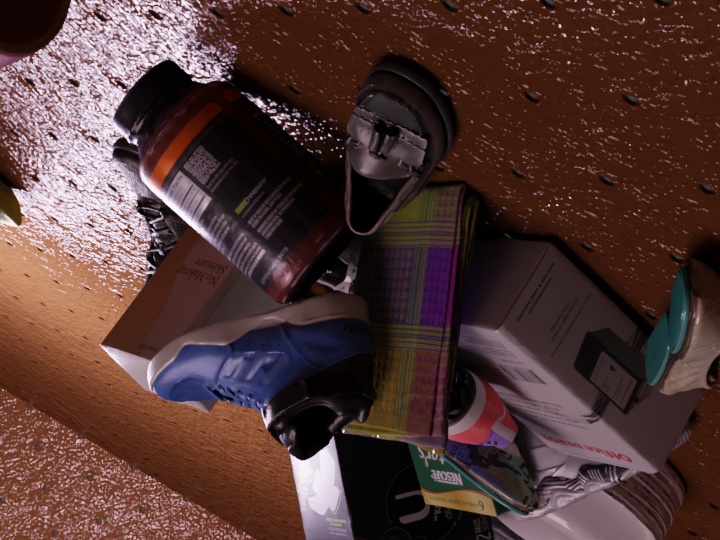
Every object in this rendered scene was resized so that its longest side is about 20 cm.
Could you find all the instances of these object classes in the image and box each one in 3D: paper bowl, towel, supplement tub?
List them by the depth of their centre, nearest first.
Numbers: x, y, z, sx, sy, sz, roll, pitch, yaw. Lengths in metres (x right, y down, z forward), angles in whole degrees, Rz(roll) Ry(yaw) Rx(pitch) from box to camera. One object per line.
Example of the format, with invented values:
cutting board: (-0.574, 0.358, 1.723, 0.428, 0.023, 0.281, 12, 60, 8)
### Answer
towel: (0.035, 0.036, 1.379, 0.023, 0.201, 0.143, 9, 175, -31)
supplement tub: (-0.098, -0.075, 1.405, 0.200, 0.107, 0.107, 42, 164, 6)
paper bowl: (0.197, 0.206, 1.704, 0.200, 0.105, 0.201, 30, 162, 11)

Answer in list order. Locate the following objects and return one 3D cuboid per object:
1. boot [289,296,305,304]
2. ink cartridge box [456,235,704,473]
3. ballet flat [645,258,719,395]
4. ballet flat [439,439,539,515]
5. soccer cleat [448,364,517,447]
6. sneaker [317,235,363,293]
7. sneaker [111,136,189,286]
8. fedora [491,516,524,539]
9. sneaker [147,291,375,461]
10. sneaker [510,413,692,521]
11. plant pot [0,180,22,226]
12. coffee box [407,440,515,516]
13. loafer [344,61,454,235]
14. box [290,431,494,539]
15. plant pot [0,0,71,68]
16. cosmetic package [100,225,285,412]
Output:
boot: (-0.065, 0.085, 1.884, 0.200, 0.073, 0.182, 33, 151, -27)
ink cartridge box: (0.149, 0.064, 1.413, 0.200, 0.084, 0.146, 41, 163, -28)
ballet flat: (0.241, 0.039, 1.253, 0.062, 0.068, 0.200, 2, 164, 2)
ballet flat: (0.079, 0.124, 1.479, 0.200, 0.074, 0.074, 32, 166, 34)
soccer cleat: (0.046, 0.093, 1.450, 0.073, 0.068, 0.200, 36, 173, -37)
sneaker: (0.000, 0.000, 1.480, 0.200, 0.073, 0.072, 38, 139, 6)
sneaker: (-0.174, -0.034, 1.673, 0.076, 0.114, 0.200, 13, 153, 43)
fedora: (0.177, 0.254, 1.890, 0.200, 0.092, 0.201, 30, 164, 10)
sneaker: (-0.078, 0.098, 1.405, 0.199, 0.112, 0.077, -17, 155, 21)
sneaker: (0.185, 0.134, 1.549, 0.200, 0.075, 0.115, -32, 82, 41)
plant pot: (-0.527, -0.067, 2.088, 0.199, 0.182, 0.200, 17, 159, 42)
coffee box: (0.076, 0.112, 1.573, 0.123, 0.044, 0.201, 0, 109, 60)
loafer: (0.021, -0.078, 1.278, 0.072, 0.063, 0.200, 30, 163, 8)
box: (0.023, 0.180, 1.707, 0.124, 0.148, 0.201, -6, 95, 65)
plant pot: (-0.318, -0.212, 1.317, 0.178, 0.201, 0.200, -1, 147, 35)
cosmetic package: (-0.121, 0.016, 1.555, 0.105, 0.200, 0.071, 11, 150, 49)
